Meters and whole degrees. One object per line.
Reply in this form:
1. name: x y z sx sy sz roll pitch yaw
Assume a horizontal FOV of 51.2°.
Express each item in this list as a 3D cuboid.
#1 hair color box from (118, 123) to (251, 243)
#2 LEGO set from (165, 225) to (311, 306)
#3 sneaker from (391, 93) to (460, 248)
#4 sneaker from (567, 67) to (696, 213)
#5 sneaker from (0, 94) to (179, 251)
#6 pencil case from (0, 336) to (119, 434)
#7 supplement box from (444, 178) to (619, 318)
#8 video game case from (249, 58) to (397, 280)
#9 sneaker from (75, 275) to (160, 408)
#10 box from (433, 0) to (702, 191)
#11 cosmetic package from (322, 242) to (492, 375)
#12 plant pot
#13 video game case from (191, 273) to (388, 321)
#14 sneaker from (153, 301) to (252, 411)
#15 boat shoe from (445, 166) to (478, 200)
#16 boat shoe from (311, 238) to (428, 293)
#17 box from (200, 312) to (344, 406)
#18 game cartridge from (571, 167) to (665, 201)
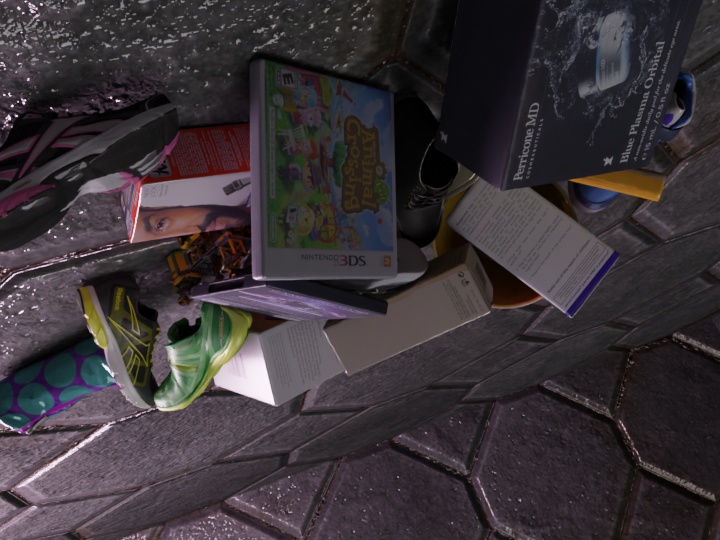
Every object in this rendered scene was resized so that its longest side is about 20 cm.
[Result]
1. hair color box: -0.143 -0.095 0.785 0.199 0.064 0.111 -11 157 -27
2. LEGO set: -0.141 0.015 0.967 0.153 0.116 0.200 -32 157 23
3. sneaker: 0.067 -0.087 0.848 0.074 0.106 0.201 -19 130 -10
4. sneaker: 0.352 -0.173 0.964 0.200 0.080 0.146 -55 -179 -7
5. sneaker: -0.248 -0.108 0.638 0.200 0.086 0.080 -36 169 -31
6. pencil case: -0.413 0.158 1.067 0.199 0.093 0.085 -26 158 6
7. supplement box: 0.217 -0.045 0.974 0.104 0.200 0.101 -55 178 11
8. video game case: -0.031 -0.091 0.742 0.022 0.201 0.182 -3 178 44
9. sneaker: -0.291 0.095 0.973 0.084 0.074 0.201 -26 126 -15
10. box: 0.192 -0.196 0.706 0.199 0.117 0.198 -12 126 -26
11. cosmetic package: 0.063 0.047 0.948 0.199 0.073 0.104 -25 -171 16
12. plant pot: 0.207 -0.056 1.097 0.199 0.201 0.142 -27 -177 11
13. video game case: -0.084 0.032 0.825 0.142 0.019 0.200 16 166 -31
14. sneaker: -0.212 0.102 0.956 0.200 0.083 0.074 -48 -168 29
15. boat shoe: 0.075 -0.112 0.962 0.199 0.075 0.066 -30 -172 35
16. boat shoe: 0.000 0.000 0.842 0.200 0.069 0.057 0 147 -49
17. box: -0.097 0.089 1.062 0.200 0.107 0.152 -24 -160 -39
18. game cartridge: 0.239 -0.119 0.861 0.199 0.033 0.176 14 -168 16
